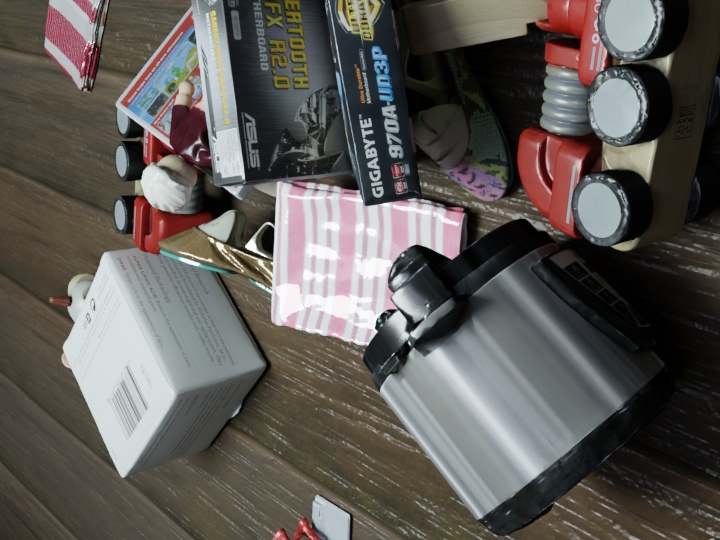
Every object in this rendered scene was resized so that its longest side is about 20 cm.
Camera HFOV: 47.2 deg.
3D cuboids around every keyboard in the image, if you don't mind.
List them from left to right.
[{"bbox_3d":[-0.036,0.354,0.930,0.056,0.011,0.202,15,109,38],"label":"keyboard"}]

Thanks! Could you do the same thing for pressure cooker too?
[{"bbox_3d":[0.098,0.062,0.593,0.200,0.178,0.176,50,150,17],"label":"pressure cooker"}]

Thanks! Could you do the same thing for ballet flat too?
[{"bbox_3d":[-0.115,-0.020,0.861,0.198,0.068,0.073,21,98,16],"label":"ballet flat"},{"bbox_3d":[0.062,-0.148,0.676,0.069,0.071,0.202,-24,81,49],"label":"ballet flat"}]

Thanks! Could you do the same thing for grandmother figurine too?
[{"bbox_3d":[-0.141,-0.143,0.796,0.201,0.060,0.121,-54,45,-1],"label":"grandmother figurine"}]

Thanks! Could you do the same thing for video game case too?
[{"bbox_3d":[-0.147,-0.179,0.849,0.199,0.017,0.143,36,87,26],"label":"video game case"}]

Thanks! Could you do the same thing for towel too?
[{"bbox_3d":[-0.394,-0.368,1.136,0.144,0.023,0.201,44,127,32],"label":"towel"},{"bbox_3d":[0.000,0.000,0.762,0.198,0.030,0.148,12,107,25],"label":"towel"}]

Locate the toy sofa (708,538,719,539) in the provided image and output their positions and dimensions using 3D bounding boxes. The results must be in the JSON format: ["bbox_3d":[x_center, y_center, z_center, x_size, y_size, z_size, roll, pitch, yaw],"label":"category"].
[{"bbox_3d":[0.228,0.269,0.599,0.200,0.097,0.083,-49,39,40],"label":"toy sofa"}]

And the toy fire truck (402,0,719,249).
[{"bbox_3d":[0.133,-0.125,0.561,0.200,0.128,0.178,34,131,49],"label":"toy fire truck"}]

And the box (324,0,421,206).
[{"bbox_3d":[0.006,-0.147,0.652,0.200,0.045,0.161,-100,0,-75],"label":"box"}]

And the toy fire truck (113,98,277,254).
[{"bbox_3d":[-0.180,-0.096,0.919,0.200,0.128,0.178,33,122,48],"label":"toy fire truck"}]

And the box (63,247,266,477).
[{"bbox_3d":[-0.244,0.104,1.002,0.201,0.130,0.199,57,132,22],"label":"box"}]

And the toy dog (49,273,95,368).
[{"bbox_3d":[-0.384,0.097,1.170,0.132,0.096,0.202,-31,76,45],"label":"toy dog"}]

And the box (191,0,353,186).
[{"bbox_3d":[-0.068,-0.182,0.740,0.048,0.157,0.202,0,98,46],"label":"box"}]

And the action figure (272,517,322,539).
[{"bbox_3d":[-0.023,0.371,0.874,0.200,0.065,0.100,38,118,30],"label":"action figure"}]
